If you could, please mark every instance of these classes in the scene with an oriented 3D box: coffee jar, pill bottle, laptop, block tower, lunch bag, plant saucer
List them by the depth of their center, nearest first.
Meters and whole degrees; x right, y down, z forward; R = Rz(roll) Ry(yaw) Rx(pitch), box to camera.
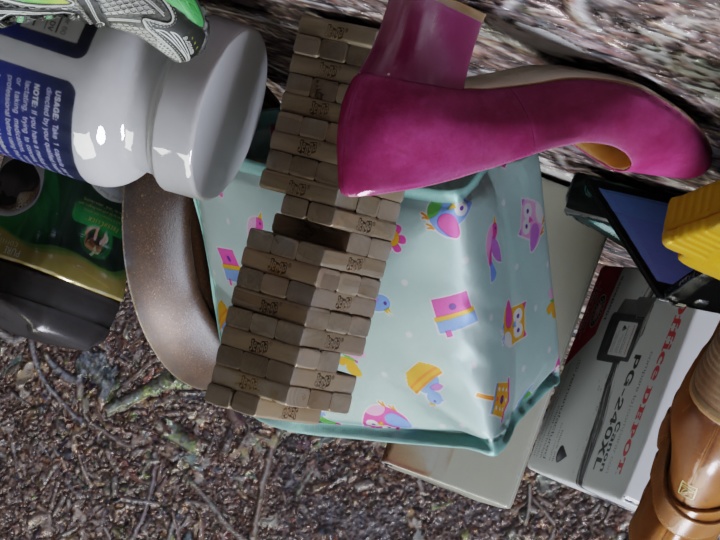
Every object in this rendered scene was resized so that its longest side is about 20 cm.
[{"bbox_3d":[0.233,-0.022,1.148,0.176,0.104,0.200,11,153,-21],"label":"laptop"},{"bbox_3d":[-0.019,-0.023,1.198,0.054,0.201,0.058,15,-178,37],"label":"block tower"},{"bbox_3d":[-0.157,-0.111,1.256,0.199,0.116,0.116,19,175,16],"label":"pill bottle"},{"bbox_3d":[0.000,0.000,1.315,0.199,0.171,0.122,6,-152,31],"label":"lunch bag"},{"bbox_3d":[-0.076,-0.029,1.413,0.032,0.201,0.200,2,167,27],"label":"plant saucer"},{"bbox_3d":[-0.169,-0.055,1.425,0.085,0.201,0.104,23,174,-40],"label":"coffee jar"}]

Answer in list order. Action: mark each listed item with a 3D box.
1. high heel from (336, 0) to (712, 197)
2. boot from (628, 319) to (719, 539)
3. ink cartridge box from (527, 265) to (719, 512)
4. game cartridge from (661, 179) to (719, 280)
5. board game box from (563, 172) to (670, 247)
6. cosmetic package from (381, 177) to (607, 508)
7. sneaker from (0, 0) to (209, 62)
[{"bbox_3d":[0.076,-0.051,1.072,0.200,0.096,0.067,21,175,-39],"label":"high heel"},{"bbox_3d":[0.202,0.067,1.255,0.074,0.155,0.200,30,-154,18],"label":"boot"},{"bbox_3d":[0.188,0.077,1.444,0.083,0.146,0.200,22,176,-11],"label":"ink cartridge box"},{"bbox_3d":[0.246,-0.008,0.977,0.176,0.033,0.200,22,158,-23],"label":"game cartridge"},{"bbox_3d":[0.221,-0.007,1.413,0.135,0.028,0.200,17,175,32],"label":"board game box"},{"bbox_3d":[0.086,0.042,1.494,0.087,0.201,0.103,20,174,3],"label":"cosmetic package"},{"bbox_3d":[-0.167,-0.141,1.138,0.199,0.086,0.078,20,175,-14],"label":"sneaker"}]
